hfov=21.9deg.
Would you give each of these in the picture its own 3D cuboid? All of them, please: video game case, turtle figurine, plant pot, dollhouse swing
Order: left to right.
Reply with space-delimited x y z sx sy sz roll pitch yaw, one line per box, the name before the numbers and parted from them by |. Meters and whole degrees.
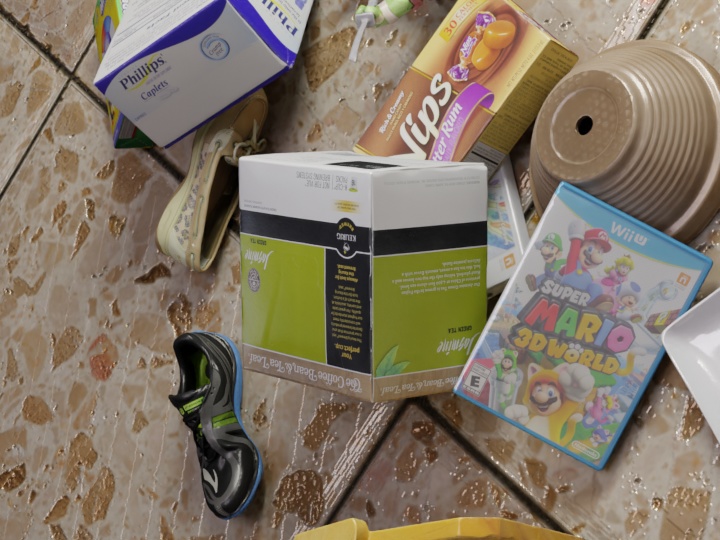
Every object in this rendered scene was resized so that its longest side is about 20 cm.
turtle figurine | 0.015 -0.311 1.771 0.199 0.145 0.194 -28 25 -19
video game case | 0.067 -0.050 1.741 0.182 0.022 0.201 -28 60 30
dollhouse swing | 0.064 0.288 1.516 0.175 0.200 0.183 4 78 40
video game case | 0.184 0.047 1.554 0.143 0.018 0.201 28 100 6
plant pot | 0.214 -0.109 1.591 0.200 0.092 0.202 -13 69 37

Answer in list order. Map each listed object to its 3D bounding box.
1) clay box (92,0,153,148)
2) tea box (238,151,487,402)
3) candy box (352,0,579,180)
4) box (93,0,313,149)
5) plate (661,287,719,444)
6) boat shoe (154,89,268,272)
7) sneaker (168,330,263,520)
clay box | -0.253 -0.247 2.022 0.115 0.047 0.201 118 143 -55
tea box | 0.000 0.000 1.635 0.200 0.133 0.198 11 103 52
candy box | 0.093 -0.151 1.701 0.200 0.056 0.117 -53 52 13
box | -0.150 -0.250 1.881 0.183 0.105 0.201 -29 29 30
plate | 0.356 0.073 1.452 0.200 0.032 0.200 -41 54 23
boat shoe | -0.139 -0.096 1.901 0.063 0.073 0.201 31 101 34
sneaker | -0.149 0.150 1.817 0.071 0.083 0.201 -29 59 30
